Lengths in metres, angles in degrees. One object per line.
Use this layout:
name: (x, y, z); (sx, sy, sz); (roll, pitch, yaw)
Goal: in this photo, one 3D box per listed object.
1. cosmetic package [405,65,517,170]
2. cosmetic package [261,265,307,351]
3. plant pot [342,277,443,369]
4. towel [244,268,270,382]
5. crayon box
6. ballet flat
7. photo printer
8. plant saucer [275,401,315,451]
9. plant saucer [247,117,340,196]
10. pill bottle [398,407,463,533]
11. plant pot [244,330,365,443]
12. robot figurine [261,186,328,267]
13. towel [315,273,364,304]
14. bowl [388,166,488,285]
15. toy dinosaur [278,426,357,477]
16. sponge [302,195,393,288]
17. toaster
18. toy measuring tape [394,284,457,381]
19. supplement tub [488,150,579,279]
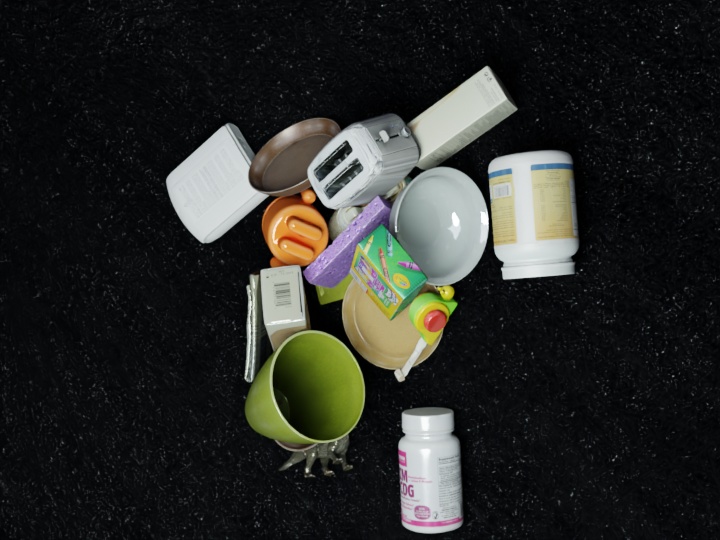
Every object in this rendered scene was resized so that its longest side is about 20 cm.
cosmetic package: (0.169, -0.263, 1.506); (0.199, 0.105, 0.072); (-33, 79, 17)
cosmetic package: (-0.130, 0.080, 1.535); (0.070, 0.201, 0.107); (-7, 68, -2)
plant pot: (0.062, 0.081, 1.586); (0.197, 0.027, 0.204); (2, 98, 18)
towel: (-0.195, 0.099, 1.610); (0.034, 0.193, 0.204); (3, 91, 3)
crayon box: (0.044, 0.008, 1.464); (0.058, 0.200, 0.119); (-38, 83, -12)
ballet flat: (0.009, -0.121, 1.591); (0.199, 0.062, 0.068); (-34, 79, 19)
photo printer: (-0.286, -0.166, 1.700); (0.199, 0.069, 0.168); (-38, 79, 18)
plant saucer: (-0.098, 0.240, 1.612); (0.198, 0.034, 0.203); (-18, 61, 34)
plant saucer: (-0.118, -0.206, 1.601); (0.198, 0.035, 0.202); (-19, 42, 18)
pill bottle: (0.125, 0.353, 1.530); (0.112, 0.113, 0.204); (-3, 90, 21)
plant pot: (-0.121, 0.224, 1.503); (0.199, 0.185, 0.190); (-31, 79, 51)
robot figurine: (-0.124, -0.075, 1.586); (0.115, 0.200, 0.146); (-17, 108, -7)
towel: (0.000, 0.000, 1.621); (0.197, 0.018, 0.088); (-16, 84, 21)
bowl: (0.123, -0.079, 1.509); (0.090, 0.198, 0.205); (11, 97, 61)
toy dinosaur: (-0.070, 0.335, 1.634); (0.199, 0.077, 0.104); (-32, 52, 28)
sponge: (-0.010, -0.047, 1.555); (0.200, 0.111, 0.030); (-44, 70, 14)
toaster: (-0.003, -0.181, 1.474); (0.199, 0.128, 0.115); (-36, 80, 38)
toy measuring tape: (0.100, 0.106, 1.522); (0.073, 0.073, 0.201); (38, 107, 16)
supplement tub: (0.292, -0.091, 1.439); (0.142, 0.144, 0.204); (-4, 90, 21)
